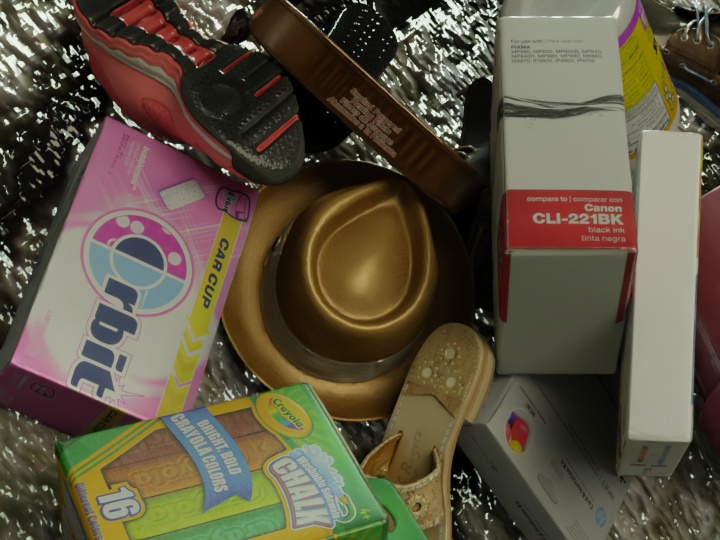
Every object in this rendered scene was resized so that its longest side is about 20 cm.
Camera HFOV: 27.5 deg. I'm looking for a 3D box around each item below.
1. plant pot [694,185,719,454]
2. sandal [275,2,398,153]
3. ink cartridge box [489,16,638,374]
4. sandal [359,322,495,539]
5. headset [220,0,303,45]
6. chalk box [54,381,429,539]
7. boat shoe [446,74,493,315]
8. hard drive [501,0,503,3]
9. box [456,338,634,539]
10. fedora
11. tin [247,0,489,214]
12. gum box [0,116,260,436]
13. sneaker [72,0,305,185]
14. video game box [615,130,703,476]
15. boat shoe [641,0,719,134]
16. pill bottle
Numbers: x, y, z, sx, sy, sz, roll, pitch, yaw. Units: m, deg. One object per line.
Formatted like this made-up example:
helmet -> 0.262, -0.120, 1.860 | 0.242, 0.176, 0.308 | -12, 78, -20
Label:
plant pot -> 0.317, 0.031, 1.112 | 0.200, 0.200, 0.179 | -13, 59, -35
sandal -> -0.029, -0.137, 1.103 | 0.075, 0.045, 0.200 | 48, 38, -9
ink cartridge box -> 0.130, -0.051, 0.982 | 0.084, 0.144, 0.200 | 0, 55, 2
sandal -> 0.021, 0.128, 0.942 | 0.070, 0.078, 0.212 | 30, 75, -50
headset -> -0.081, -0.234, 1.109 | 0.123, 0.094, 0.200 | 21, 43, -16
chalk box -> -0.059, 0.155, 0.839 | 0.200, 0.124, 0.124 | -13, 40, -22
boat shoe -> 0.092, -0.065, 1.115 | 0.073, 0.074, 0.200 | 13, 61, -26
hard drive -> 0.143, -0.251, 1.184 | 0.200, 0.042, 0.135 | 54, 38, -51
box -> 0.154, 0.091, 1.064 | 0.156, 0.041, 0.200 | 54, 49, -27
fedora -> 0.000, 0.000, 1.005 | 0.200, 0.082, 0.201 | 7, 65, -15
tin -> 0.005, -0.113, 1.011 | 0.200, 0.042, 0.112 | 41, 10, -11
gum box -> -0.148, 0.008, 0.941 | 0.113, 0.066, 0.200 | 25, 57, -18
sneaker -> -0.112, -0.115, 0.985 | 0.200, 0.087, 0.074 | 42, 58, 19
video game box -> 0.199, 0.030, 0.992 | 0.047, 0.182, 0.200 | 4, 77, 7
boat shoe -> 0.290, -0.197, 1.284 | 0.200, 0.072, 0.072 | 31, 52, -23
pill bottle -> 0.186, -0.144, 1.144 | 0.200, 0.104, 0.104 | 53, 40, -48
